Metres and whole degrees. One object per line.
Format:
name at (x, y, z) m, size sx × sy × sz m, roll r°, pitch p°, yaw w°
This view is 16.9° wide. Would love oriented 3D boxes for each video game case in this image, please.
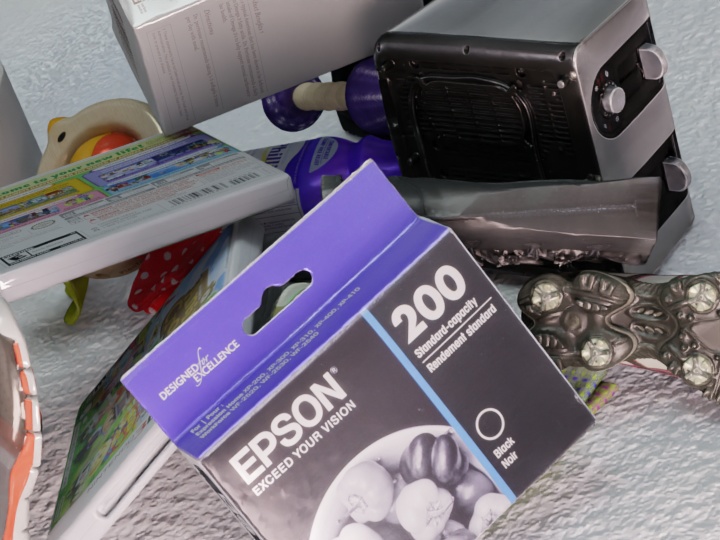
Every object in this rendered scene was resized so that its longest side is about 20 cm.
video game case at (-0.166, -0.039, 1.552) m, size 0.200 × 0.022 × 0.182 m, roll -21°, pitch 21°, yaw -19°
video game case at (-0.125, 0.072, 1.486) m, size 0.182 × 0.022 × 0.200 m, roll -49°, pitch 15°, yaw 19°

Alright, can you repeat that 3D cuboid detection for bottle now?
bottle at (-0.035, -0.056, 1.722) m, size 0.200 × 0.065 × 0.084 m, roll -9°, pitch 32°, yaw 20°

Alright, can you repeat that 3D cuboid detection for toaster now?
toaster at (0.111, -0.091, 1.583) m, size 0.200 × 0.181 × 0.119 m, roll 8°, pitch 35°, yaw 40°

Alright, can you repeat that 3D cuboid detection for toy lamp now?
toy lamp at (-0.009, -0.123, 1.717) m, size 0.058 × 0.058 × 0.200 m, roll -34°, pitch 15°, yaw -21°

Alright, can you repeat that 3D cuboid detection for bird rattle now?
bird rattle at (-0.175, -0.043, 1.692) m, size 0.200 × 0.113 × 0.164 m, roll -8°, pitch 74°, yaw 40°

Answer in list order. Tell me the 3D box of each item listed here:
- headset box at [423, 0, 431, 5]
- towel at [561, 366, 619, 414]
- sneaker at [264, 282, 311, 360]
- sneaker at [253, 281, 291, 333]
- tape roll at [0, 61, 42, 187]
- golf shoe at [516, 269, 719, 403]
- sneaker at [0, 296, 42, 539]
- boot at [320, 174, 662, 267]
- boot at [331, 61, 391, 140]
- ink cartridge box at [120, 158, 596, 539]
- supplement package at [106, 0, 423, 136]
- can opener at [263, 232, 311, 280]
headset box at (0.058, -0.232, 1.811) m, size 0.149 × 0.200 × 0.077 m, roll 11°, pitch 39°, yaw 43°
towel at (0.042, 0.088, 1.492) m, size 0.200 × 0.023 × 0.144 m, roll 12°, pitch 43°, yaw 43°
sneaker at (0.011, 0.044, 1.428) m, size 0.088 × 0.077 × 0.200 m, roll 7°, pitch 12°, yaw 29°
sneaker at (-0.075, 0.055, 1.556) m, size 0.071 × 0.073 × 0.200 m, roll -40°, pitch 8°, yaw 17°
tape roll at (-0.339, -0.062, 1.844) m, size 0.202 × 0.139 × 0.203 m, roll -16°, pitch 31°, yaw 10°
golf shoe at (0.195, 0.030, 1.437) m, size 0.200 × 0.077 × 0.088 m, roll 10°, pitch 10°, yaw 19°
sneaker at (-0.237, 0.113, 1.437) m, size 0.082 × 0.201 × 0.077 m, roll -2°, pitch 18°, yaw -19°
boot at (0.077, -0.032, 1.479) m, size 0.199 × 0.066 × 0.165 m, roll -4°, pitch 5°, yaw -1°
boot at (0.026, -0.167, 1.762) m, size 0.076 × 0.168 × 0.200 m, roll -35°, pitch 34°, yaw -24°
ink cartridge box at (0.003, 0.073, 1.345) m, size 0.198 × 0.200 × 0.043 m, roll -43°, pitch 11°, yaw -17°
supplement package at (-0.070, -0.200, 1.637) m, size 0.200 × 0.117 × 0.117 m, roll -22°, pitch 54°, yaw -8°
can opener at (0.000, 0.000, 1.617) m, size 0.053 × 0.067 × 0.200 m, roll 5°, pitch -1°, yaw -44°
